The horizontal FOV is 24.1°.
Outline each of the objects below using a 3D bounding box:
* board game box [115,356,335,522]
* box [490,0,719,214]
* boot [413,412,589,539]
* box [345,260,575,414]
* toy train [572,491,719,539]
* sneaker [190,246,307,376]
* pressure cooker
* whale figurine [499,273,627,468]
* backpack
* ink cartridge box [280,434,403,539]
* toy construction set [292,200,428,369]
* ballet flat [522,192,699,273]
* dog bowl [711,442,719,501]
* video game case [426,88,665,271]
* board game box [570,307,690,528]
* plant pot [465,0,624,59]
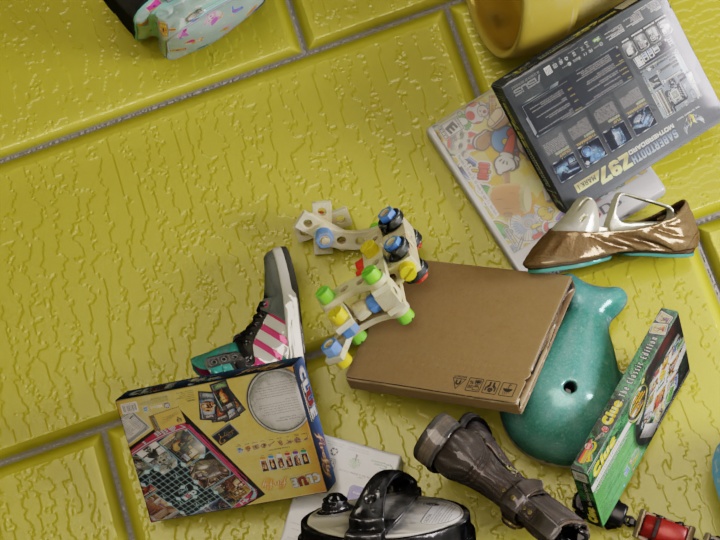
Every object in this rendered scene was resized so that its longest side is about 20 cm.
[{"bbox_3d":[-0.137,0.172,1.708,0.199,0.035,0.137,-11,100,18],"label":"board game box"},{"bbox_3d":[0.258,-0.175,1.748,0.199,0.051,0.158,-32,104,-2],"label":"box"},{"bbox_3d":[0.144,0.213,1.620,0.174,0.200,0.069,35,95,18],"label":"boot"},{"bbox_3d":[0.101,0.062,1.713,0.199,0.021,0.164,6,53,32],"label":"box"},{"bbox_3d":[0.305,0.260,1.672,0.199,0.046,0.034,20,77,13],"label":"toy train"},{"bbox_3d":[-0.119,0.076,1.768,0.120,0.084,0.202,-5,74,-4],"label":"sneaker"},{"bbox_3d":[0.025,0.290,1.581,0.177,0.176,0.202,-6,96,-28],"label":"pressure cooker"},{"bbox_3d":[0.214,0.096,1.701,0.158,0.104,0.201,17,73,6],"label":"whale figurine"},{"bbox_3d":[-0.179,-0.334,1.851,0.200,0.176,0.154,-40,89,-7],"label":"backpack"},{"bbox_3d":[-0.029,0.274,1.716,0.099,0.039,0.201,15,74,11],"label":"ink cartridge box"},{"bbox_3d":[0.000,0.000,1.754,0.131,0.092,0.201,-34,42,14],"label":"toy construction set"},{"bbox_3d":[0.256,-0.042,1.729,0.198,0.068,0.073,-6,99,-15],"label":"ballet flat"},{"bbox_3d":[0.406,0.238,1.642,0.111,0.050,0.201,-4,70,-30],"label":"dog bowl"},{"bbox_3d":[0.197,-0.117,1.813,0.181,0.023,0.201,-31,72,-3],"label":"video game case"},{"bbox_3d":[0.267,0.144,1.658,0.023,0.105,0.200,20,61,28],"label":"board game box"},{"bbox_3d":[0.221,-0.340,1.797,0.187,0.201,0.202,-13,71,-13],"label":"plant pot"}]
